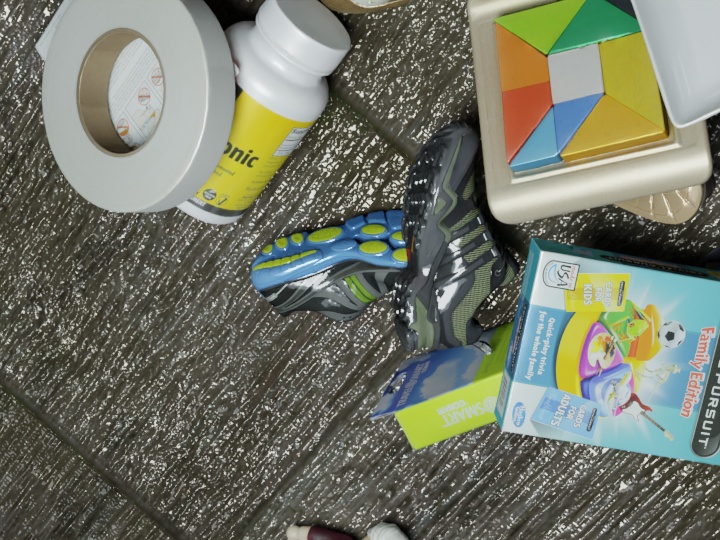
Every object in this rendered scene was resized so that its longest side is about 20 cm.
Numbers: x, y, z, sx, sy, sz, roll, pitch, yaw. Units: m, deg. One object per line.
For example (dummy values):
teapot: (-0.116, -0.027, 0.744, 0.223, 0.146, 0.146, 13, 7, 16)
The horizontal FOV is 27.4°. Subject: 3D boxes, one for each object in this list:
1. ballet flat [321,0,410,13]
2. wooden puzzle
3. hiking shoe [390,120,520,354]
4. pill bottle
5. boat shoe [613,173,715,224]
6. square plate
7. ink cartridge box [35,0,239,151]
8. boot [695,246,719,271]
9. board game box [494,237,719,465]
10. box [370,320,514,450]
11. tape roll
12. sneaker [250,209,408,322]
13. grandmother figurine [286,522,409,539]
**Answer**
ballet flat: (0.045, -0.250, 1.222, 0.198, 0.072, 0.068, -6, 110, 21)
wooden puzzle: (0.179, -0.152, 1.192, 0.183, 0.037, 0.202, -11, 77, 22)
hiking shoe: (0.087, -0.027, 1.264, 0.100, 0.076, 0.202, 5, 107, -17)
pill bottle: (-0.097, -0.146, 1.292, 0.111, 0.111, 0.200, 40, 117, -1)
boat shoe: (0.203, -0.099, 1.236, 0.199, 0.065, 0.073, 26, 114, 27)
square plate: (0.301, -0.231, 1.122, 0.197, 0.028, 0.202, -23, 71, 22)
ink cartridge box: (-0.187, -0.188, 1.299, 0.200, 0.050, 0.162, 52, 120, 19)
boot: (0.333, 0.004, 1.229, 0.096, 0.075, 0.201, 31, 120, 1)
board game box: (0.221, 0.067, 1.192, 0.198, 0.047, 0.152, 9, 104, -5)
box: (0.116, 0.091, 1.310, 0.199, 0.122, 0.048, -22, 104, 25)
tape roll: (-0.191, -0.150, 1.252, 0.201, 0.037, 0.205, 3, 95, 37)
sneaker: (0.000, 0.000, 1.352, 0.198, 0.071, 0.083, -10, 131, 19)
grandmother figurine: (-0.030, 0.307, 1.486, 0.199, 0.061, 0.122, -30, 108, 29)
